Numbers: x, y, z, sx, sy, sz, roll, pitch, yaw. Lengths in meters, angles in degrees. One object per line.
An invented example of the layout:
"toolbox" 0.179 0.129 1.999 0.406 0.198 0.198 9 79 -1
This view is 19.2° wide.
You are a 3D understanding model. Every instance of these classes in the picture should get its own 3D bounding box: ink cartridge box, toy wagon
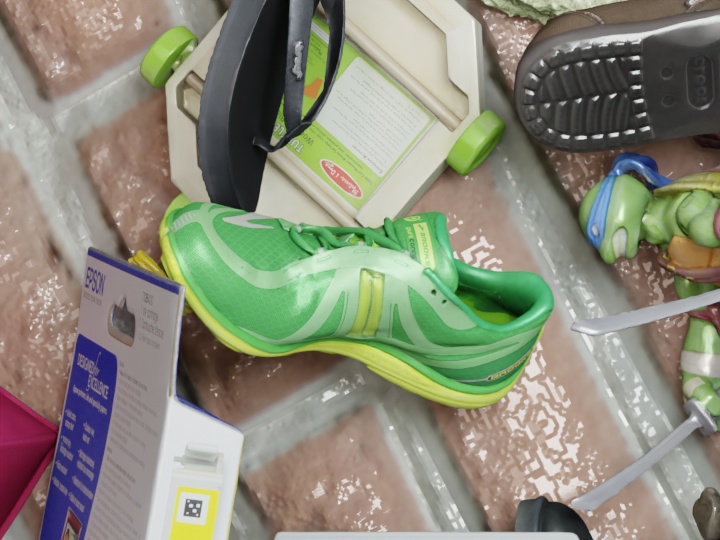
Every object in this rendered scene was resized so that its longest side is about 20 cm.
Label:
"ink cartridge box" -0.102 0.099 0.955 0.047 0.197 0.202 11 92 -19
"toy wagon" -0.034 -0.064 1.016 0.155 0.040 0.200 42 98 10

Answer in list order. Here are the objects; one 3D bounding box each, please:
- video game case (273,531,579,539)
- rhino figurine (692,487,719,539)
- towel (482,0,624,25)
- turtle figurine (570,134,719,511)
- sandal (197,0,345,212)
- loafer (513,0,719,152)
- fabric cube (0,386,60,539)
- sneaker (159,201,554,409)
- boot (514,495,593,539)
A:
"video game case" 0.016 0.204 0.900 0.142 0.018 0.201 -2 57 18
"rhino figurine" 0.185 0.110 0.876 0.087 0.060 0.201 11 107 -20
"towel" 0.149 -0.166 0.980 0.199 0.036 0.149 23 95 11
"turtle figurine" 0.186 0.030 0.918 0.192 0.200 0.145 5 124 8
"sandal" -0.027 -0.119 0.956 0.043 0.076 0.201 18 93 13
"loafer" 0.163 -0.100 0.923 0.198 0.071 0.073 -1 122 -3
"fabric cube" -0.294 0.104 0.988 0.199 0.199 0.197 34 97 10
"sneaker" 0.000 0.000 0.944 0.084 0.199 0.074 -52 38 32
"boot" 0.178 0.168 0.953 0.199 0.066 0.166 -11 93 14
